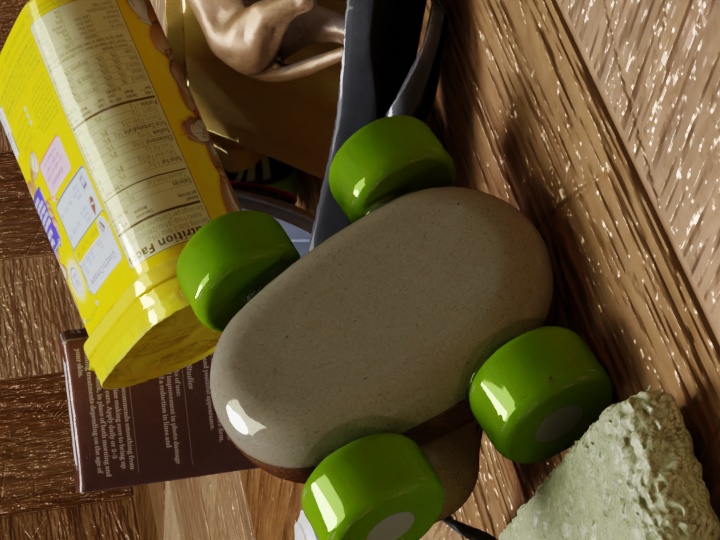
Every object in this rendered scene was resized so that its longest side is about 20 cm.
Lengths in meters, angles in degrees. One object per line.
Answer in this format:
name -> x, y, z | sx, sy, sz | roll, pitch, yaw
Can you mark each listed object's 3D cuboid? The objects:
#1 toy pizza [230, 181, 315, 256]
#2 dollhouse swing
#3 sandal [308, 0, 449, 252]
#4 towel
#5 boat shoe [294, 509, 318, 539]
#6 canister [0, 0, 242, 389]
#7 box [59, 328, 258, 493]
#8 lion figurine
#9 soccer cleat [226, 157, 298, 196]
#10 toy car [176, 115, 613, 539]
toy pizza -> -0.112, -0.033, 1.025 | 0.200, 0.200, 0.032 | 130, 148, -71
dollhouse swing -> -0.024, -0.171, 0.930 | 0.182, 0.176, 0.200 | -45, -38, -52
sandal -> 0.018, -0.083, 0.744 | 0.076, 0.043, 0.200 | -21, -57, -68
towel -> 0.101, 0.142, 0.577 | 0.200, 0.036, 0.149 | 106, 154, -59
boat shoe -> -0.039, 0.278, 1.137 | 0.074, 0.065, 0.200 | -169, 72, -76
canister -> -0.136, -0.051, 0.861 | 0.149, 0.086, 0.200 | -42, 69, 56
box -> -0.091, 0.077, 0.974 | 0.075, 0.200, 0.100 | -166, 70, -78
lion figurine -> -0.076, -0.167, 0.816 | 0.122, 0.072, 0.200 | -34, 82, 31
soccer cleat -> -0.106, -0.087, 1.070 | 0.200, 0.067, 0.081 | 15, -108, -64
toy car -> 0.029, 0.062, 0.696 | 0.164, 0.158, 0.200 | 57, 178, 35
